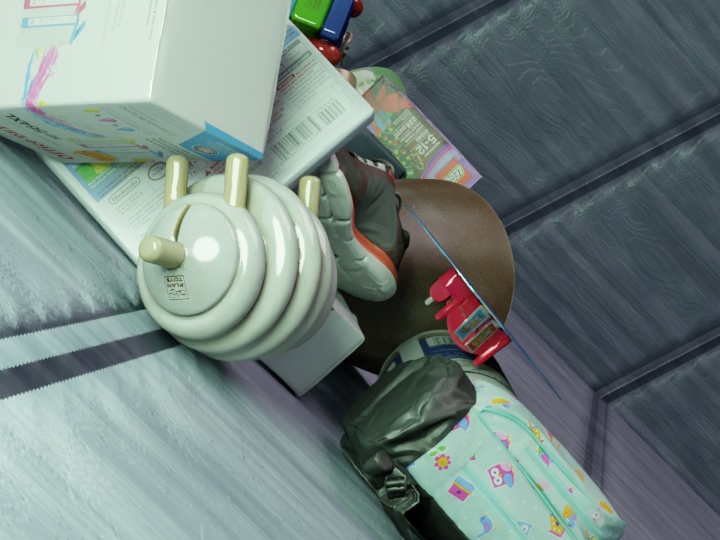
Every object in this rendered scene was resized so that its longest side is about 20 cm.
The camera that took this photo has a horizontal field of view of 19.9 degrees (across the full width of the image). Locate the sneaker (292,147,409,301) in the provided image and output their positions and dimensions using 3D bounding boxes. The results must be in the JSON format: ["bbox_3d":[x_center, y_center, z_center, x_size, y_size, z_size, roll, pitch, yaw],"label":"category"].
[{"bbox_3d":[-0.013,-0.063,1.560,0.077,0.082,0.200,14,-31,28],"label":"sneaker"}]

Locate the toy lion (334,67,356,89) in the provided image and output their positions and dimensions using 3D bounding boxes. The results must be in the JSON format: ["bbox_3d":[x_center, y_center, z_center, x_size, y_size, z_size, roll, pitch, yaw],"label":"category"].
[{"bbox_3d":[-0.128,-0.179,1.984,0.192,0.200,0.069,37,53,-55],"label":"toy lion"}]

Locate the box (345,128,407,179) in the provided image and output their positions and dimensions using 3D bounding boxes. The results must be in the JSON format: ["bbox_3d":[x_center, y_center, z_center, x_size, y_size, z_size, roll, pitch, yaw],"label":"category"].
[{"bbox_3d":[-0.078,-0.100,1.861,0.200,0.158,0.051,42,7,-36],"label":"box"}]

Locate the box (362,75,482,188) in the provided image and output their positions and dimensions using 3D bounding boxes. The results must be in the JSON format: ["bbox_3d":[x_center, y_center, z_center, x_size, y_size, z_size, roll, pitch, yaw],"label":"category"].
[{"bbox_3d":[-0.001,-0.069,1.955,0.137,0.200,0.039,46,4,2],"label":"box"}]

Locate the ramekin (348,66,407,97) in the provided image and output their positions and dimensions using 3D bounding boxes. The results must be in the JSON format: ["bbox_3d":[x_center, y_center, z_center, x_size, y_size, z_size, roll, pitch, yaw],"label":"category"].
[{"bbox_3d":[-0.015,-0.122,2.260,0.098,0.200,0.200,56,10,22],"label":"ramekin"}]

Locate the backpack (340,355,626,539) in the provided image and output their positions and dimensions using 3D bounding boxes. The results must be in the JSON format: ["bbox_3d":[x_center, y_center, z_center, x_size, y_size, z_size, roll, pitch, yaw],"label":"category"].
[{"bbox_3d":[0.090,0.158,1.462,0.200,0.127,0.167,48,3,-10],"label":"backpack"}]

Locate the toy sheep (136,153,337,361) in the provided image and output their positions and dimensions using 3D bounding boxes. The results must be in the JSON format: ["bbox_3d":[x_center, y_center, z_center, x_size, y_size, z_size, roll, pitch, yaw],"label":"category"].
[{"bbox_3d":[-0.084,-0.006,1.358,0.200,0.138,0.138,13,31,-54],"label":"toy sheep"}]

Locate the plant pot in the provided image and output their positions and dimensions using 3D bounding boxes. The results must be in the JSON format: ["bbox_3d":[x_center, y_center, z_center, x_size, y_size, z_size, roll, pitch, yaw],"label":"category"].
[{"bbox_3d":[0.000,0.000,1.754,0.200,0.187,0.187,10,33,-53],"label":"plant pot"}]

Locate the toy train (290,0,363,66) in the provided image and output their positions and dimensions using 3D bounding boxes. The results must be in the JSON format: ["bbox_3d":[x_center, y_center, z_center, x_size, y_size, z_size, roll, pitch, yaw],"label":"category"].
[{"bbox_3d":[-0.064,-0.228,1.880,0.116,0.085,0.200,22,-8,-1],"label":"toy train"}]

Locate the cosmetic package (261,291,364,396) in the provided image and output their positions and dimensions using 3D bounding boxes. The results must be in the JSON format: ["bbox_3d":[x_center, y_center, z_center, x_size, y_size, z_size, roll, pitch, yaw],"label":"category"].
[{"bbox_3d":[-0.094,-0.005,1.546,0.200,0.074,0.102,46,5,-20],"label":"cosmetic package"}]

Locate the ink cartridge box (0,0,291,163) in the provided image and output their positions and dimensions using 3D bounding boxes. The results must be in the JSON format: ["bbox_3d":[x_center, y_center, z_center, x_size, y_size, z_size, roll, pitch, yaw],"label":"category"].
[{"bbox_3d":[-0.170,-0.147,1.366,0.200,0.125,0.129,0,-15,33],"label":"ink cartridge box"}]

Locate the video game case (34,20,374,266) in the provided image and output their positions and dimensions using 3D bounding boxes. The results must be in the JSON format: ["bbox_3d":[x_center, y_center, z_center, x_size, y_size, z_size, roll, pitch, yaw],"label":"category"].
[{"bbox_3d":[-0.123,-0.112,1.463,0.182,0.200,0.022,47,-9,13],"label":"video game case"}]

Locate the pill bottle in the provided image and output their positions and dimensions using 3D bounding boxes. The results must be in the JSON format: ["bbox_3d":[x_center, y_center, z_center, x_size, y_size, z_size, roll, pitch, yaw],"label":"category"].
[{"bbox_3d":[0.076,0.125,1.639,0.111,0.111,0.200,44,7,-14],"label":"pill bottle"}]

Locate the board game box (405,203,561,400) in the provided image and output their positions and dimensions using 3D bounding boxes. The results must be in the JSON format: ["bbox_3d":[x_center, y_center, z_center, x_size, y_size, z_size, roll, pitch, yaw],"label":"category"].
[{"bbox_3d":[0.083,0.035,1.634,0.158,0.039,0.200,53,3,38],"label":"board game box"}]
